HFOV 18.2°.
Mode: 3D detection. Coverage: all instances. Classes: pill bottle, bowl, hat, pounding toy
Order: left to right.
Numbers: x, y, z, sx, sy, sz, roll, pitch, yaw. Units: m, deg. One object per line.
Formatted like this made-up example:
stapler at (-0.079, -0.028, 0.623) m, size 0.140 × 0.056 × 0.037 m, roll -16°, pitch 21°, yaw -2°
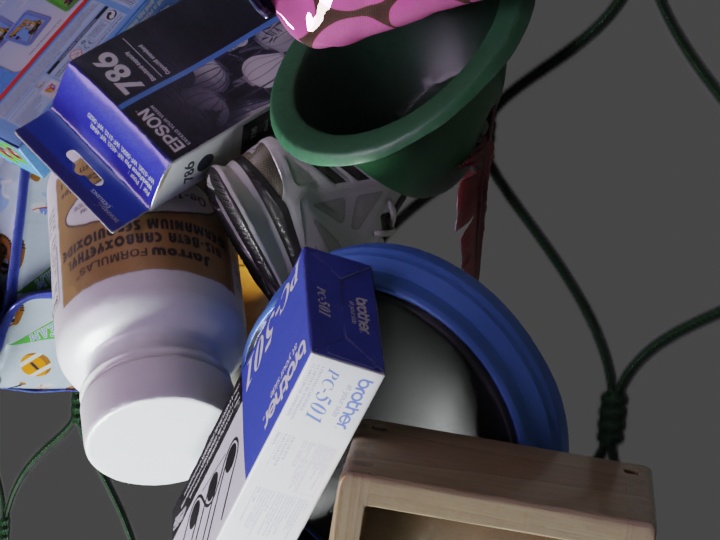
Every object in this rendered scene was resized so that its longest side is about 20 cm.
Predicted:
pill bottle at (-0.126, 0.020, 1.337) m, size 0.114 × 0.114 × 0.201 m, roll -54°, pitch 34°, yaw 42°
bowl at (0.019, 0.084, 1.250) m, size 0.200 × 0.039 × 0.201 m, roll 16°, pitch 121°, yaw 28°
pounding toy at (0.045, 0.189, 1.168) m, size 0.142 × 0.183 × 0.201 m, roll -63°, pitch -18°, yaw -77°
hat at (0.056, -0.067, 1.298) m, size 0.200 × 0.176 × 0.165 m, roll -49°, pitch 38°, yaw -10°

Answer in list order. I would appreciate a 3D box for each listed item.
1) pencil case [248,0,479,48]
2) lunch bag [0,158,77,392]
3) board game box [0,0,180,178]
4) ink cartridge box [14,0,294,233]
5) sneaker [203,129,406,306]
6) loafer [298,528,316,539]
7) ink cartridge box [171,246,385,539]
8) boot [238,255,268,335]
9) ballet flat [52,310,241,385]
pencil case at (0.038, -0.184, 1.201) m, size 0.199 × 0.091 × 0.094 m, roll -16°, pitch 116°, yaw 28°
lunch bag at (-0.177, -0.014, 1.518) m, size 0.124 × 0.169 × 0.201 m, roll 30°, pitch 114°, yaw 58°
board game box at (-0.225, -0.153, 1.450) m, size 0.200 × 0.037 × 0.151 m, roll 26°, pitch 70°, yaw 38°
ink cartridge box at (-0.098, -0.109, 1.337) m, size 0.099 × 0.200 × 0.039 m, roll 43°, pitch 151°, yaw 22°
sneaker at (0.000, 0.000, 1.335) m, size 0.201 × 0.115 × 0.076 m, roll 63°, pitch 167°, yaw -22°
loafer at (-0.034, 0.181, 1.314) m, size 0.072 × 0.200 × 0.063 m, roll 33°, pitch 127°, yaw 0°
ink cartridge box at (-0.047, 0.095, 1.201) m, size 0.094 × 0.044 × 0.200 m, roll -96°, pitch 28°, yaw -54°
boot at (-0.059, -0.008, 1.430) m, size 0.144 × 0.071 × 0.202 m, roll 14°, pitch 106°, yaw 50°
ballet flat at (-0.105, 0.067, 1.433) m, size 0.064 × 0.200 × 0.067 m, roll -52°, pitch 2°, yaw 11°
